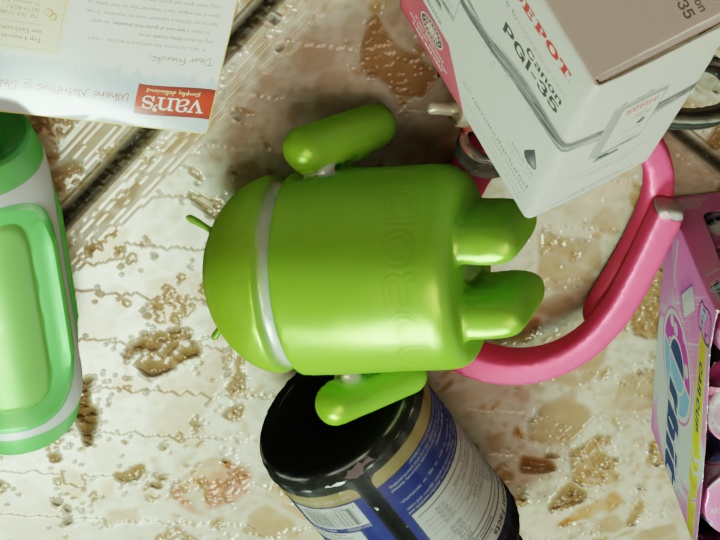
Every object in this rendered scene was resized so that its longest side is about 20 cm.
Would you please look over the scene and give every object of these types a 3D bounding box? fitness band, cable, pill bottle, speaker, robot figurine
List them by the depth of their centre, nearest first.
[{"bbox_3d":[0.127,-0.096,1.217,0.199,0.098,0.050,5,160,-9],"label":"cable"},{"bbox_3d":[0.000,0.000,1.231,0.199,0.116,0.176,-3,109,18],"label":"robot figurine"},{"bbox_3d":[-0.209,0.008,1.240,0.088,0.089,0.201,-7,127,-4],"label":"speaker"},{"bbox_3d":[0.108,-0.016,1.305,0.143,0.038,0.201,13,122,-18],"label":"fitness band"},{"bbox_3d":[0.031,0.147,1.368,0.112,0.112,0.200,-28,126,12],"label":"pill bottle"}]

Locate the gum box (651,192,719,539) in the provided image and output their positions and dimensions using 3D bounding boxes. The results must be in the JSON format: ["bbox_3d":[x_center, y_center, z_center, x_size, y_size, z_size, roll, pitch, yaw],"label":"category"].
[{"bbox_3d":[0.227,0.056,1.330,0.066,0.114,0.201,-6,127,-5],"label":"gum box"}]

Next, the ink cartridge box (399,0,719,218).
[{"bbox_3d":[0.096,-0.132,1.085,0.083,0.147,0.200,-27,167,-12],"label":"ink cartridge box"}]

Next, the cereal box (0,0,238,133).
[{"bbox_3d":[-0.132,-0.170,1.146,0.143,0.040,0.201,6,126,-16],"label":"cereal box"}]

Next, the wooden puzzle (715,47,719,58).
[{"bbox_3d":[0.231,-0.125,1.151,0.184,0.200,0.037,8,100,-15],"label":"wooden puzzle"}]
